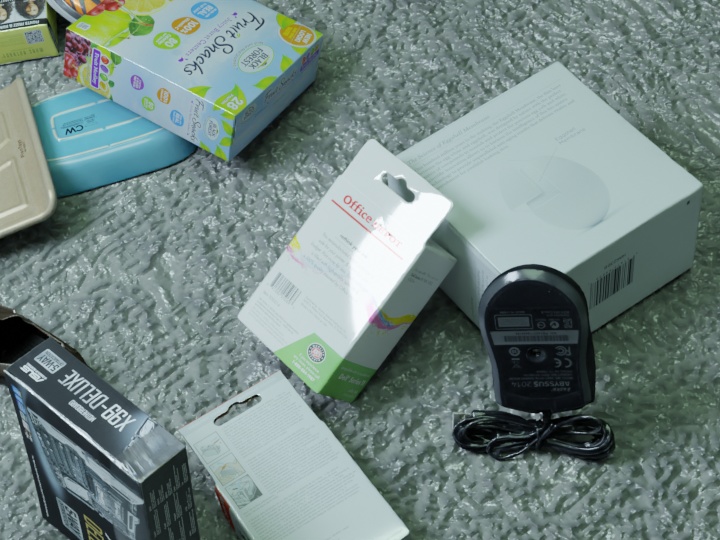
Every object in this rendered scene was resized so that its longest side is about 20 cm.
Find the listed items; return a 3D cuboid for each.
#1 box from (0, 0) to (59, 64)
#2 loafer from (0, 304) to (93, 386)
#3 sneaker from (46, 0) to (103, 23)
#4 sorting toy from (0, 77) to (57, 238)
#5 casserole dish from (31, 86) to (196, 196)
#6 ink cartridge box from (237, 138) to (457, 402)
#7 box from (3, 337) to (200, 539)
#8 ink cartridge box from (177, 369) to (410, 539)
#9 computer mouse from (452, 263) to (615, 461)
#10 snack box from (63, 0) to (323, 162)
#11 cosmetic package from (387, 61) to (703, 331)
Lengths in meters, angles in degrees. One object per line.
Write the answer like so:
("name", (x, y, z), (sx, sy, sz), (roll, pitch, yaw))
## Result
("box", (-0.370, -0.311, 1.790), (0.075, 0.050, 0.200), (-9, 51, 0))
("loafer", (-0.325, 0.057, 1.483), (0.200, 0.071, 0.073), (19, 57, 20))
("sneaker", (-0.294, -0.340, 1.727), (0.200, 0.112, 0.078), (46, 36, 2))
("sorting toy", (-0.398, -0.083, 1.615), (0.200, 0.036, 0.185), (-25, 52, 2))
("casserole dish", (-0.257, -0.143, 1.654), (0.200, 0.039, 0.121), (-17, 52, -6))
("ink cartridge box", (0.000, 0.000, 1.436), (0.117, 0.067, 0.200), (41, 99, 31))
("box", (-0.197, 0.168, 1.301), (0.158, 0.200, 0.050), (35, 57, 28))
("ink cartridge box", (-0.056, 0.185, 1.368), (0.109, 0.050, 0.200), (-30, 54, -16))
("computer mouse", (0.141, 0.067, 1.353), (0.138, 0.200, 0.053), (3, 38, 11))
("snack box", (-0.165, -0.214, 1.644), (0.200, 0.068, 0.169), (28, 47, 13))
("cosmetic package", (0.162, -0.050, 1.481), (0.199, 0.123, 0.200), (-31, 56, -17))
